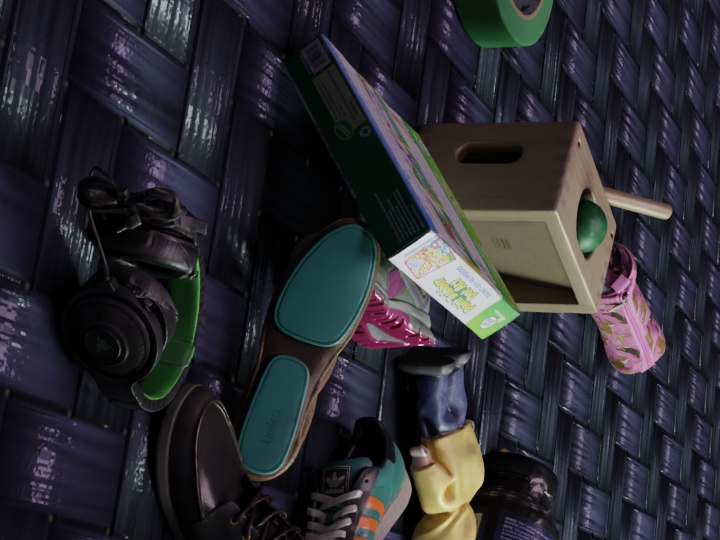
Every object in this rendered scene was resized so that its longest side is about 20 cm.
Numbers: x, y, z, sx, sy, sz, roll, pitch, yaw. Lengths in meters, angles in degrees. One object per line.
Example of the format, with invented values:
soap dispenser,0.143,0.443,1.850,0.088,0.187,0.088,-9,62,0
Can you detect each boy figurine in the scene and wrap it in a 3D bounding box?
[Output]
boy figurine,0.077,0.172,1.386,0.124,0.064,0.203,-26,116,-61

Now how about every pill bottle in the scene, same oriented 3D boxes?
pill bottle,0.128,0.282,1.442,0.112,0.111,0.202,60,41,-47

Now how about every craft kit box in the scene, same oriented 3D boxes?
craft kit box,0.035,-0.063,1.185,0.197,0.048,0.201,34,25,-57

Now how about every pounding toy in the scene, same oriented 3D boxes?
pounding toy,0.166,-0.056,1.401,0.185,0.198,0.143,59,41,-48

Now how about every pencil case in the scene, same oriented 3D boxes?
pencil case,0.320,0.048,1.858,0.200,0.082,0.087,57,42,-51

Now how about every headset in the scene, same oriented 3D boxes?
headset,-0.126,0.007,0.924,0.201,0.093,0.125,72,30,-56

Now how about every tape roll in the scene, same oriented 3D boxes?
tape roll,0.144,-0.326,1.514,0.200,0.048,0.203,1,90,-65

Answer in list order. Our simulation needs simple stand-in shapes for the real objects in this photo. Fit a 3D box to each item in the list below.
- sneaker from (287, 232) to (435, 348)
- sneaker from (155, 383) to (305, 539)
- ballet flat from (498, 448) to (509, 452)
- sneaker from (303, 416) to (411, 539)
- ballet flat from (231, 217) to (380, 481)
sneaker,0.000,0.000,1.212,0.200,0.080,0.089,38,51,-62
sneaker,-0.070,0.172,1.032,0.075,0.105,0.202,-43,129,-55
ballet flat,0.170,0.288,1.585,0.068,0.062,0.203,-11,101,-64
sneaker,-0.018,0.197,1.193,0.201,0.071,0.081,-61,139,-52
ballet flat,-0.044,0.057,1.105,0.072,0.067,0.202,164,-54,-84
